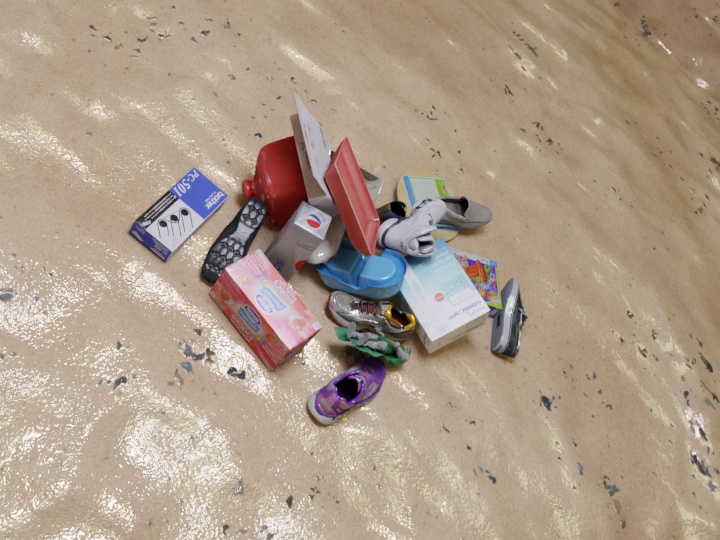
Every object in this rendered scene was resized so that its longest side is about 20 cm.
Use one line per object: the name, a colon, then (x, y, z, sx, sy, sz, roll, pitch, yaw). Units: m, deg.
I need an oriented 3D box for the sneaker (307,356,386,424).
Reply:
sneaker: (-0.009, 0.221, 1.519, 0.081, 0.088, 0.200, 50, 45, 10)

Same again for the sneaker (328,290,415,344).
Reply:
sneaker: (0.025, 0.085, 1.637, 0.200, 0.082, 0.078, 21, 52, -18)

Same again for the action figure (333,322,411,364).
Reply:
action figure: (0.046, 0.152, 1.590, 0.118, 0.055, 0.200, 37, 7, 36)

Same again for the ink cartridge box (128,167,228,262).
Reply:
ink cartridge box: (-0.358, -0.113, 1.557, 0.094, 0.044, 0.200, 40, 47, -5)

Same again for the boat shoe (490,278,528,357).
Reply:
boat shoe: (0.356, 0.111, 1.833, 0.068, 0.074, 0.200, 25, 50, -12)

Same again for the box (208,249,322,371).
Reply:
box: (-0.182, 0.075, 1.500, 0.200, 0.103, 0.095, 51, 47, 7)

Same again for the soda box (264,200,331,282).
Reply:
soda box: (-0.133, -0.048, 1.547, 0.068, 0.200, 0.064, 30, 50, -13)

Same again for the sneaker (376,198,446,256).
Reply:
sneaker: (0.139, -0.088, 1.687, 0.200, 0.075, 0.115, -29, 40, -33)

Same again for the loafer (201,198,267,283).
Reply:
loafer: (-0.252, -0.055, 1.571, 0.068, 0.070, 0.201, 33, 65, -7)

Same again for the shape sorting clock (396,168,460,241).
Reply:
shape sorting clock: (0.168, -0.160, 1.924, 0.200, 0.039, 0.201, 16, 57, -27)

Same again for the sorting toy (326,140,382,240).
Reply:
sorting toy: (-0.052, -0.161, 1.744, 0.200, 0.107, 0.181, 23, 64, -49)

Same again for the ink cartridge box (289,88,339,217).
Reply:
ink cartridge box: (-0.098, -0.223, 1.517, 0.176, 0.045, 0.201, 44, 29, -65)

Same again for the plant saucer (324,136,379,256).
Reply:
plant saucer: (-0.017, -0.146, 1.568, 0.200, 0.037, 0.200, -77, 146, -65)

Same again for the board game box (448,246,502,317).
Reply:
board game box: (0.232, 0.020, 1.838, 0.200, 0.045, 0.135, 16, 53, -23)

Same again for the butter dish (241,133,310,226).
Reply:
butter dish: (-0.175, -0.178, 1.648, 0.147, 0.200, 0.200, -8, 64, -8)

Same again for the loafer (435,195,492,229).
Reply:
loafer: (0.247, -0.144, 1.896, 0.200, 0.070, 0.070, 1, 65, -34)

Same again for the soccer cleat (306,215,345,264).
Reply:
soccer cleat: (-0.059, -0.092, 1.649, 0.069, 0.078, 0.200, 16, 48, 27)

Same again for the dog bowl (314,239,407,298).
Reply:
dog bowl: (0.000, 0.000, 1.645, 0.199, 0.050, 0.112, 14, 48, 16)

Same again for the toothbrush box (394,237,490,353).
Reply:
toothbrush box: (0.163, 0.054, 1.693, 0.146, 0.085, 0.200, -26, 68, -10)

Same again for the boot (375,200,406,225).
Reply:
boot: (0.088, -0.103, 1.773, 0.200, 0.097, 0.075, 10, 62, -46)
